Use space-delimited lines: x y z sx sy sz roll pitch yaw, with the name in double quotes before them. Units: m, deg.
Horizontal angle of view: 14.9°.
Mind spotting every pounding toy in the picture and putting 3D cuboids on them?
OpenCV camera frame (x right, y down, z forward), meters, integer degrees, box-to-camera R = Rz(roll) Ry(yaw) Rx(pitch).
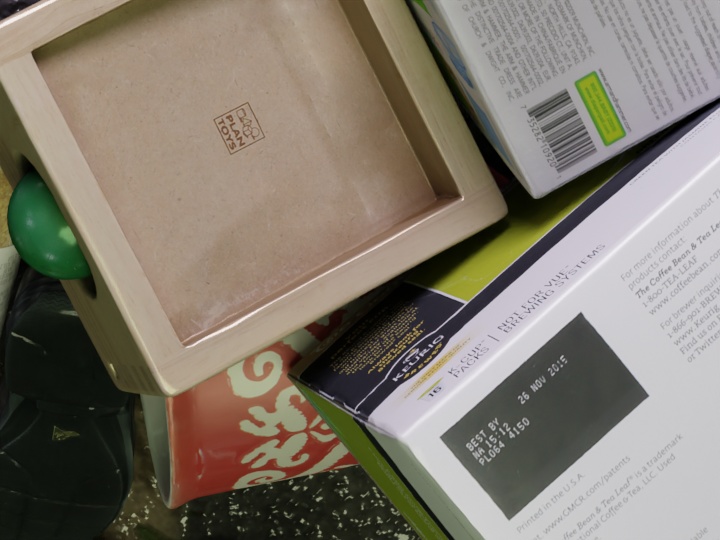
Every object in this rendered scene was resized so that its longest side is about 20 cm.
"pounding toy" -0.085 -0.056 1.110 0.200 0.142 0.184 -28 96 -14

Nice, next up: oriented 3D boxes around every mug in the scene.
"mug" 0.002 0.008 1.214 0.200 0.133 0.178 -7 122 -9

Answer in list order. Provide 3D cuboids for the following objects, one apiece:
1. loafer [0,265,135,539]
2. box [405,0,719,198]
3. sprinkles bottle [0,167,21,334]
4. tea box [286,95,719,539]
"loafer" -0.131 0.055 1.249 0.073 0.072 0.200 13 138 -8
"box" 0.062 -0.132 1.099 0.101 0.200 0.113 -29 118 -1
"sprinkles bottle" -0.189 0.018 1.220 0.068 0.068 0.200 11 117 -15
"tea box" 0.102 0.036 1.088 0.200 0.197 0.134 -40 103 -6
